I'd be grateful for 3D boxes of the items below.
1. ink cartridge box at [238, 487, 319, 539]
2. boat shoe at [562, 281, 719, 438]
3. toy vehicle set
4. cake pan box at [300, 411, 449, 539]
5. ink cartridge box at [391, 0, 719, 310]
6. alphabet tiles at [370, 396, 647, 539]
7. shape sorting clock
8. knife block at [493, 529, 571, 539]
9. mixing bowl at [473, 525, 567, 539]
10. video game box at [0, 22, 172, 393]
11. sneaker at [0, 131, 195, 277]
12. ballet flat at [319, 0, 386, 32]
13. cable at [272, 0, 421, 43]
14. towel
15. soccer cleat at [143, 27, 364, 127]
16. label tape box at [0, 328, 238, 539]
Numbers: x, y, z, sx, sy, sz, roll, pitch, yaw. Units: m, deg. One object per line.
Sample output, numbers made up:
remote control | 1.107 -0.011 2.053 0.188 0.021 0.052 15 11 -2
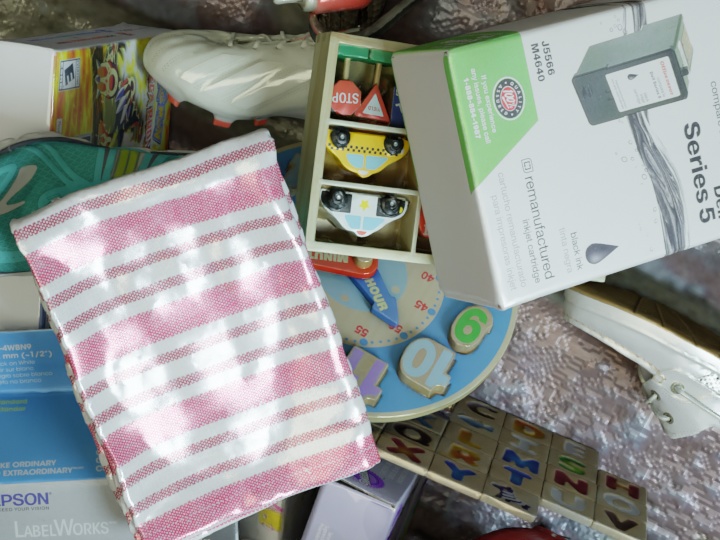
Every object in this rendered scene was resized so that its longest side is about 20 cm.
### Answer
ink cartridge box | -0.094 0.131 1.049 0.127 0.125 0.202 8 103 9
boat shoe | 0.206 0.074 1.007 0.199 0.071 0.070 28 105 3
toy vehicle set | 0.062 -0.065 0.966 0.198 0.026 0.125 6 92 -22
cake pan box | -0.011 0.186 1.008 0.052 0.200 0.186 21 103 8
ink cartridge box | 0.134 -0.077 0.934 0.199 0.084 0.147 -17 101 -20
alphabet tiles | 0.081 0.111 0.989 0.199 0.167 0.008 23 103 5
shape sorting clock | 0.000 0.000 0.983 0.199 0.201 0.039 26 148 4
knife block | 0.113 0.269 1.019 0.063 0.201 0.176 -8 130 13
mixing bowl | 0.107 0.215 0.915 0.200 0.200 0.109 36 79 2
video game box | -0.170 -0.044 0.996 0.046 0.182 0.202 8 104 11
sneaker | -0.130 -0.036 0.884 0.199 0.079 0.078 -8 102 -34
ballet flat | -0.001 -0.241 0.991 0.067 0.046 0.202 10 104 10
cable | 0.040 -0.181 0.960 0.198 0.050 0.098 -3 84 -6
towel | -0.082 0.040 0.860 0.145 0.030 0.201 -22 107 -11
soccer cleat | -0.032 -0.122 0.998 0.198 0.070 0.078 15 130 -8
label tape box | -0.142 0.134 0.927 0.142 0.066 0.202 -2 115 -6
